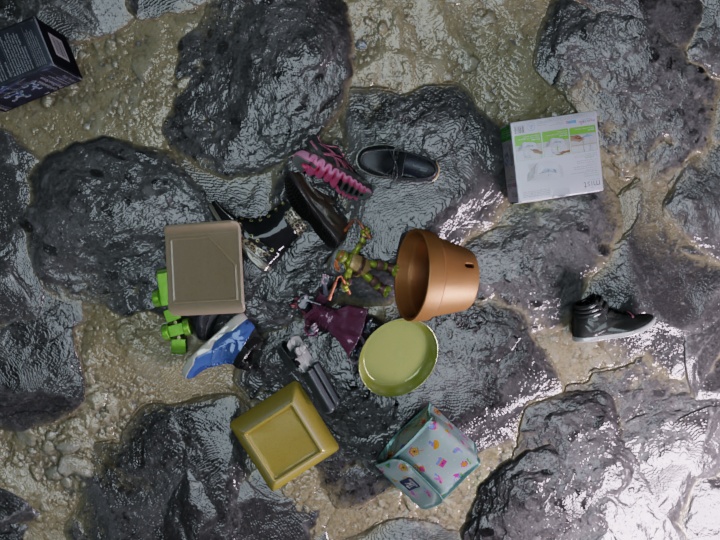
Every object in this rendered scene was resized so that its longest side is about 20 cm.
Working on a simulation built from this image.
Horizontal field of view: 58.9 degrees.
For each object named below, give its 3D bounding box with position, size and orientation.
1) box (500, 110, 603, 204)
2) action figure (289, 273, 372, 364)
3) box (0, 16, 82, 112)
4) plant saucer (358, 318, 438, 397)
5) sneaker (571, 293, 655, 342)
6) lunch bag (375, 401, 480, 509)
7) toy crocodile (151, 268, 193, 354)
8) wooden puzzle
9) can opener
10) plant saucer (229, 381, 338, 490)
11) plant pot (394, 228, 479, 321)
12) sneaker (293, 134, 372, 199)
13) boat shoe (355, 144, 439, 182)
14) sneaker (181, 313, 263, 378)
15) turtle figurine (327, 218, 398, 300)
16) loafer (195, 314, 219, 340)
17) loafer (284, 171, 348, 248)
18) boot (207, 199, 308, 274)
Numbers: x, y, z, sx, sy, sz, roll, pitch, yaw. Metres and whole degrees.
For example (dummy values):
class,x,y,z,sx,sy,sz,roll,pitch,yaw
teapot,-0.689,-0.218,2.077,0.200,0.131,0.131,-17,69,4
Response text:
class,x,y,z,sx,sy,sz,roll,pitch,yaw
box,0.431,-0.253,1.440,0.196,0.097,0.180,-9,96,-1
action figure,-0.069,0.107,1.475,0.197,0.150,0.135,23,68,15
box,-0.731,-0.435,1.363,0.197,0.148,0.109,-21,95,1
plant saucer,0.084,0.197,1.477,0.196,0.031,0.204,-7,113,-17
sneaker,0.588,0.101,1.490,0.196,0.071,0.101,-11,100,4
lunch bag,0.152,0.443,1.488,0.170,0.122,0.200,42,101,-7
toy crocodile,-0.430,0.095,1.471,0.066,0.062,0.204,-14,91,0
wooden puzzle,-0.343,-0.004,1.411,0.181,0.037,0.204,-3,94,13
can opener,-0.119,0.244,1.501,0.066,0.053,0.202,-30,95,36
plant saucer,-0.181,0.399,1.508,0.198,0.048,0.202,-32,96,1
plant pot,0.173,0.014,1.421,0.137,0.200,0.204,4,96,-18
sneaker,-0.051,-0.238,1.444,0.198,0.079,0.097,30,61,-16
boat shoe,0.086,-0.243,1.449,0.196,0.062,0.076,11,97,-1
sneaker,-0.311,0.204,1.470,0.200,0.077,0.111,-43,86,-4
turtle figurine,0.000,0.000,1.449,0.159,0.064,0.203,27,67,-22
loafer,-0.326,0.065,1.461,0.069,0.068,0.204,16,91,5
loafer,-0.099,-0.146,1.458,0.071,0.073,0.201,-39,95,-32
boot,-0.231,-0.115,1.450,0.154,0.073,0.204,-43,95,-2
